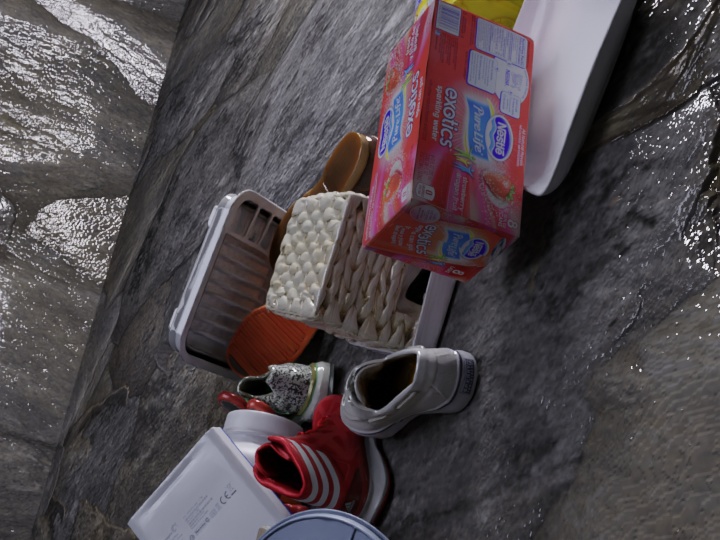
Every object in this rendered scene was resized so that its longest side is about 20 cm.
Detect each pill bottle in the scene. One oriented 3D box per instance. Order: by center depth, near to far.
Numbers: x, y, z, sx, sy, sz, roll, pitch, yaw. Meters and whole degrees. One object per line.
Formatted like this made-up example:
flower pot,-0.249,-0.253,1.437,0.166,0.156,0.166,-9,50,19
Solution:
pill bottle,-0.119,0.253,1.478,0.113,0.112,0.202,-36,38,61

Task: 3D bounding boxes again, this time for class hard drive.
hard drive,-0.117,0.265,1.338,0.132,0.025,0.200,-48,67,11

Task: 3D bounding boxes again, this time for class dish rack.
dish rack,-0.146,0.015,1.615,0.171,0.043,0.202,31,-102,-63

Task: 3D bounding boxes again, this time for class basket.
basket,0.000,0.000,1.363,0.200,0.122,0.137,-176,104,-71

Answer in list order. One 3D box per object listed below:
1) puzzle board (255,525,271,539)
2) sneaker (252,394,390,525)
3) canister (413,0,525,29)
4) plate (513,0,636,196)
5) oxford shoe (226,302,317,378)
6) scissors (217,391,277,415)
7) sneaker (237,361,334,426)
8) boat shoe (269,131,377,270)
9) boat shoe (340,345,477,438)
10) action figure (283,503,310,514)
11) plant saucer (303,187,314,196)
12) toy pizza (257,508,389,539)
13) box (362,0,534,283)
puzzle board,-0.048,0.332,1.183,0.150,0.017,0.202,17,94,32
sneaker,-0.045,0.158,1.344,0.079,0.115,0.200,-66,19,11
canister,0.108,-0.279,1.392,0.149,0.086,0.202,-51,25,46
plate,0.164,-0.166,1.192,0.200,0.032,0.201,-140,70,-71
oxford shoe,-0.069,0.048,1.589,0.200,0.071,0.073,-40,1,23
scissors,-0.111,0.189,1.600,0.201,0.072,0.014,76,-144,-55
sneaker,-0.097,0.134,1.572,0.200,0.088,0.078,139,146,-59
boat shoe,-0.026,-0.065,1.580,0.200,0.070,0.071,-48,46,32
boat shoe,0.021,0.102,1.249,0.200,0.069,0.072,-20,58,60
action figure,-0.104,0.254,1.375,0.198,0.052,0.066,-4,67,26
plant saucer,-0.069,0.001,1.716,0.201,0.037,0.201,-55,24,40
toy pizza,-0.025,0.293,1.145,0.198,0.032,0.203,-5,81,34
box,0.075,-0.107,1.184,0.095,0.102,0.202,136,147,-55
